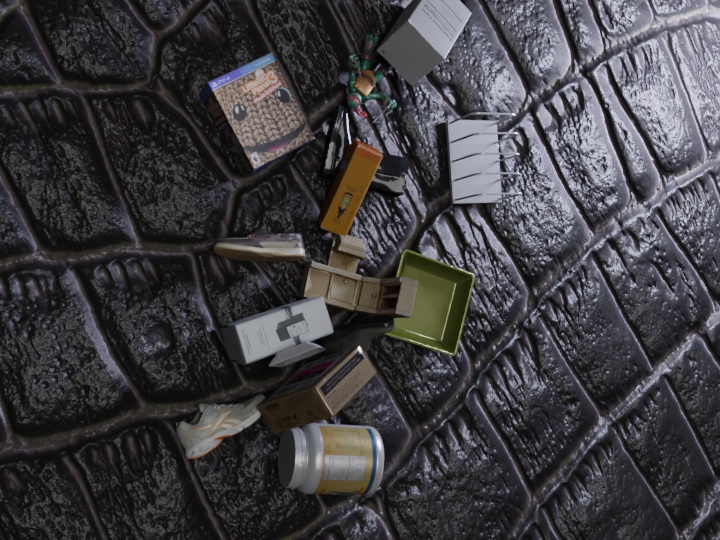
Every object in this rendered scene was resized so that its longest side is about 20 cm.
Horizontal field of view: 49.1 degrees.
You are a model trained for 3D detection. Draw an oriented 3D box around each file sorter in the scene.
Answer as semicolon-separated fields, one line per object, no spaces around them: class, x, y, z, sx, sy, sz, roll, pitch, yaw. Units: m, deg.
file sorter;0.296;-0.267;1.866;0.137;0.124;0.202;-3;88;-23

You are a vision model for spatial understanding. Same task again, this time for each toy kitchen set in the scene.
toy kitchen set;0.000;0.000;1.698;0.198;0.180;0.165;16;80;-22

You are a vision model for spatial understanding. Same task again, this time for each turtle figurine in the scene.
turtle figurine;0.015;-0.428;1.772;0.150;0.100;0.201;41;57;-31

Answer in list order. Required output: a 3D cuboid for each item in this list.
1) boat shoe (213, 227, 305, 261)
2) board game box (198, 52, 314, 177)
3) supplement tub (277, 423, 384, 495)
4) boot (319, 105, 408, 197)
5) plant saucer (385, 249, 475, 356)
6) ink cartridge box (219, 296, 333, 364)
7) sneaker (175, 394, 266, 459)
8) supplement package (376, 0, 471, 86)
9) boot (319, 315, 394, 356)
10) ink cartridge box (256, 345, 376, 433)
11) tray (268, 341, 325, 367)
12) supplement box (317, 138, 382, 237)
boat shoe;-0.214;-0.057;1.675;0.198;0.072;0.066;3;74;-19
board game box;-0.219;-0.327;1.669;0.159;0.097;0.201;-32;99;-21
supplement tub;-0.064;0.399;1.670;0.198;0.144;0.146;7;84;-21
boot;0.019;-0.266;1.778;0.198;0.066;0.167;12;95;-16
plant saucer;0.150;0.077;1.828;0.198;0.048;0.202;19;80;-21
ink cartridge box;-0.175;0.123;1.638;0.198;0.146;0.084;-17;92;-23
sneaker;-0.287;0.300;1.623;0.199;0.076;0.093;-31;94;-22
supplement package;0.145;-0.541;1.785;0.120;0.121;0.201;42;51;-16
boot;0.005;0.176;1.703;0.068;0.199;0.132;-23;95;-57
ink cartridge box;-0.091;0.244;1.613;0.076;0.199;0.165;58;42;-8
tray;-0.129;0.170;1.618;0.106;0.200;0.022;-22;83;-1
supplement box;-0.025;-0.179;1.719;0.066;0.069;0.201;21;103;-20
